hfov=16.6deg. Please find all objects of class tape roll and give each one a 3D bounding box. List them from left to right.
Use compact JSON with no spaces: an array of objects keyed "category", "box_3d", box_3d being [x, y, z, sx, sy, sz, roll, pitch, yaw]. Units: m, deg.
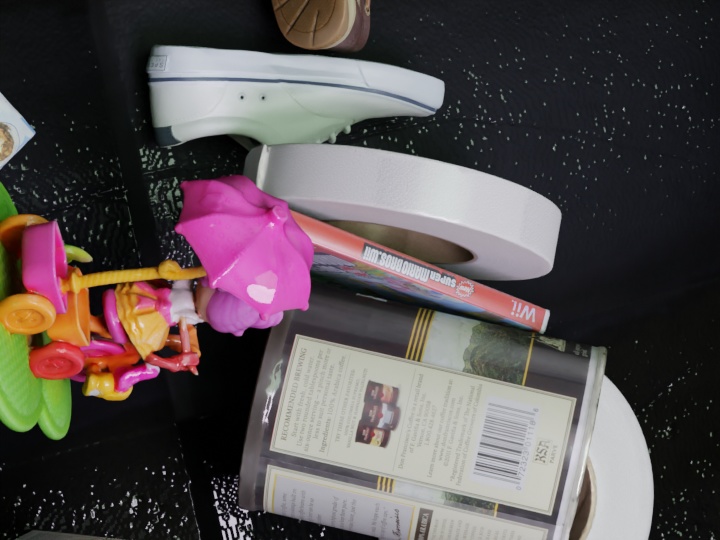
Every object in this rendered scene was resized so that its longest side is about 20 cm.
[{"category":"tape roll","box_3d":[0.023,-0.035,1.525,0.202,0.203,0.037,15,80,-27]},{"category":"tape roll","box_3d":[0.103,0.150,1.643,0.202,0.037,0.204,1,87,-29]}]

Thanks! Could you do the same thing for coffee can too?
[{"category":"coffee can","box_3d":[0.038,0.096,1.510,0.199,0.146,0.147,13,79,4]}]

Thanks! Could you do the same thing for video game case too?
[{"category":"video game case","box_3d":[0.000,0.000,1.542,0.199,0.143,0.018,21,81,-26]}]

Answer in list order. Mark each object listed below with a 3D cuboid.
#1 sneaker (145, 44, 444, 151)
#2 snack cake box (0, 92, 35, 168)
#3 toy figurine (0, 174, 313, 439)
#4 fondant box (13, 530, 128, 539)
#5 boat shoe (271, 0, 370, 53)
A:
[{"category":"sneaker","box_3d":[-0.043,-0.102,1.574,0.199,0.073,0.071,2,95,-20]},{"category":"snack cake box","box_3d":[-0.298,-0.050,1.423,0.115,0.067,0.200,48,67,-17]},{"category":"toy figurine","box_3d":[-0.114,0.016,1.417,0.183,0.200,0.151,-9,56,7]},{"category":"fondant box","box_3d":[-0.147,0.229,1.415,0.058,0.200,0.145,-25,100,-28]},{"category":"boat shoe","box_3d":[-0.025,-0.237,1.595,0.072,0.072,0.201,7,71,-59]}]
